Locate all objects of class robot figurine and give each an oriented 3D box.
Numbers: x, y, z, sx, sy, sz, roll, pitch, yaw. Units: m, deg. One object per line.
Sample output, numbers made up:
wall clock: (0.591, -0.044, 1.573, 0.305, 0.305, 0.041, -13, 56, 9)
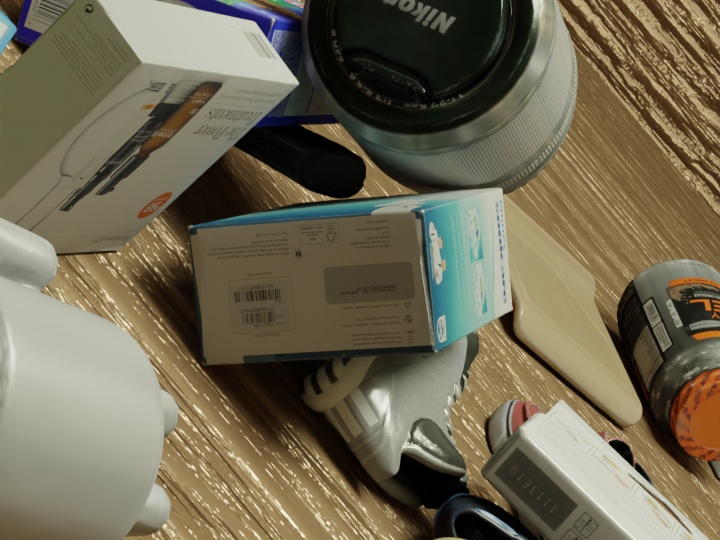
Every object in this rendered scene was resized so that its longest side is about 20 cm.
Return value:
robot figurine: (-0.156, 0.058, 0.743, 0.200, 0.112, 0.171, 29, 56, -51)

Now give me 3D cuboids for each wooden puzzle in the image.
wooden puzzle: (0.176, 0.035, 1.759, 0.185, 0.037, 0.201, 39, 25, -33)

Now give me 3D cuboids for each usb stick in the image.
usb stick: (-0.060, -0.088, 1.293, 0.055, 0.033, 0.200, 6, 14, -30)

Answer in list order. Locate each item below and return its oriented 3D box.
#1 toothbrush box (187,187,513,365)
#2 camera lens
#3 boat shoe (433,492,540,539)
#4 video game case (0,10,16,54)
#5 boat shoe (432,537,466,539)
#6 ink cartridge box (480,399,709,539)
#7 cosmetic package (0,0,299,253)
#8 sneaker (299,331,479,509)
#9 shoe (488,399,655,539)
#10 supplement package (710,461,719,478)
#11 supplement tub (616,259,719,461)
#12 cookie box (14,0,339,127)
toothbrush box: (0.000, 0.000, 1.168, 0.200, 0.145, 0.086, -23, 108, -72)
camera lens: (0.056, -0.136, 1.236, 0.160, 0.160, 0.200, 55, 4, 17)
boat shoe: (0.114, 0.220, 1.152, 0.200, 0.084, 0.069, 38, -3, 9)
video game case: (-0.266, -0.152, 1.062, 0.143, 0.018, 0.200, 44, 18, -16)
boat shoe: (0.096, 0.234, 1.075, 0.200, 0.071, 0.065, 47, 16, -13)
ink cartridge box: (0.173, 0.172, 1.220, 0.200, 0.044, 0.174, 44, 10, 8)
cosmetic package: (-0.134, -0.072, 1.005, 0.052, 0.151, 0.200, 54, 18, 10)
sneaker: (0.041, 0.099, 1.238, 0.116, 0.075, 0.200, 58, 28, 10)
shoe: (0.156, 0.143, 1.376, 0.071, 0.091, 0.201, 41, 19, -26)
supplement package: (0.445, 0.119, 1.979, 0.147, 0.191, 0.201, 36, 23, -36)
supplement tub: (0.330, 0.088, 1.873, 0.122, 0.122, 0.201, 40, 20, -28)
cookie box: (-0.106, -0.158, 1.267, 0.170, 0.076, 0.200, 22, 11, 14)
